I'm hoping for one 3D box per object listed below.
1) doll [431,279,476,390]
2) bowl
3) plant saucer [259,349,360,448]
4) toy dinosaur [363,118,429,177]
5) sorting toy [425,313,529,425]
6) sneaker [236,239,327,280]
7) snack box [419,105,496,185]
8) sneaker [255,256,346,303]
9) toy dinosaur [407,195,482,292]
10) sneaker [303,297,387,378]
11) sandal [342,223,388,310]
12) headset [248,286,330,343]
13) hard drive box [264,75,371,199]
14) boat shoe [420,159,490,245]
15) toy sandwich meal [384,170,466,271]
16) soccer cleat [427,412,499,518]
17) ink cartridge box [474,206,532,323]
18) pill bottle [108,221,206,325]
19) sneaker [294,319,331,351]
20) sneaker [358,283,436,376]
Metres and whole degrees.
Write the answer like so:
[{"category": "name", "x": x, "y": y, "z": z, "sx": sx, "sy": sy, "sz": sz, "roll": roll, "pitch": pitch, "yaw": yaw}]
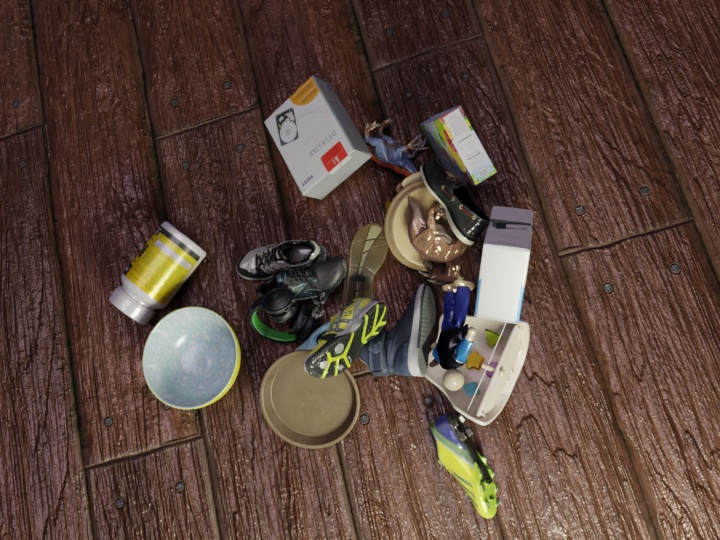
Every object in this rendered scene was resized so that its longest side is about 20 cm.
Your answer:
[{"category": "doll", "x": 0.176, "y": 0.121, "z": 1.296, "sx": 0.048, "sy": 0.136, "sz": 0.202, "roll": 16, "pitch": 70, "yaw": -23}, {"category": "bowl", "x": -0.324, "y": 0.181, "z": 1.412, "sx": 0.198, "sy": 0.108, "sz": 0.202, "roll": -3, "pitch": 75, "yaw": 10}, {"category": "plant saucer", "x": -0.097, "y": 0.247, "z": 1.358, "sx": 0.198, "sy": 0.029, "sz": 0.202, "roll": 2, "pitch": 101, "yaw": 8}, {"category": "toy dinosaur", "x": 0.082, "y": -0.236, "z": 1.491, "sx": 0.199, "sy": 0.105, "sz": 0.183, "roll": -35, "pitch": 79, "yaw": 35}, {"category": "sorting toy", "x": 0.208, "y": 0.167, "z": 1.333, "sx": 0.179, "sy": 0.107, "sz": 0.201, "roll": 23, "pitch": 86, "yaw": 29}, {"category": "sneaker", "x": -0.171, "y": -0.032, "z": 1.454, "sx": 0.198, "sy": 0.088, "sz": 0.076, "roll": -12, "pitch": 75, "yaw": 8}, {"category": "snack box", "x": 0.186, "y": -0.240, "z": 1.367, "sx": 0.053, "sy": 0.200, "sz": 0.143, "roll": -30, "pitch": 100, "yaw": 0}, {"category": "sneaker", "x": -0.120, "y": 0.025, "z": 1.409, "sx": 0.199, "sy": 0.079, "sz": 0.076, "roll": -29, "pitch": 48, "yaw": 15}, {"category": "toy dinosaur", "x": 0.142, "y": -0.047, "z": 1.354, "sx": 0.200, "sy": 0.086, "sz": 0.136, "roll": 42, "pitch": 108, "yaw": -5}, {"category": "sneaker", "x": -0.036, "y": 0.127, "z": 1.322, "sx": 0.200, "sy": 0.076, "sz": 0.076, "roll": -39, "pitch": 40, "yaw": -28}, {"category": "sandal", "x": 0.000, "y": 0.000, "z": 1.432, "sx": 0.080, "sy": 0.054, "sz": 0.202, "roll": 13, "pitch": 90, "yaw": -21}, {"category": "headset", "x": -0.136, "y": 0.092, "z": 1.369, "sx": 0.199, "sy": 0.123, "sz": 0.094, "roll": -31, "pitch": 33, "yaw": 34}, {"category": "hard drive box", "x": -0.091, "y": -0.280, "z": 1.486, "sx": 0.156, "sy": 0.077, "sz": 0.201, "roll": -38, "pitch": 70, "yaw": 24}, {"category": "boat shoe", "x": 0.176, "y": -0.140, "z": 1.307, "sx": 0.063, "sy": 0.073, "sz": 0.202, "roll": -49, "pitch": 49, "yaw": 29}, {"category": "toy sandwich meal", "x": 0.133, "y": -0.101, "z": 1.418, "sx": 0.203, "sy": 0.070, "sz": 0.207, "roll": -2, "pitch": 103, "yaw": -9}, {"category": "soccer cleat", "x": 0.191, "y": 0.365, "z": 1.306, "sx": 0.083, "sy": 0.064, "sz": 0.202, "roll": -33, "pitch": 74, "yaw": 31}, {"category": "ink cartridge box", "x": 0.267, "y": -0.016, "z": 1.294, "sx": 0.083, "sy": 0.200, "sz": 0.146, "roll": 9, "pitch": 116, "yaw": 12}, {"category": "pill bottle", "x": -0.428, "y": 0.007, "z": 1.474, "sx": 0.114, "sy": 0.114, "sz": 0.201, "roll": 35, "pitch": 83, "yaw": 17}, {"category": "sneaker", "x": -0.096, "y": 0.163, "z": 1.390, "sx": 0.074, "sy": 0.082, "sz": 0.200, "roll": 41, "pitch": 85, "yaw": 18}, {"category": "sneaker", "x": 0.068, "y": 0.116, "z": 1.377, "sx": 0.145, "sy": 0.077, "sz": 0.204, "roll": -8, "pitch": 48, "yaw": 30}]
